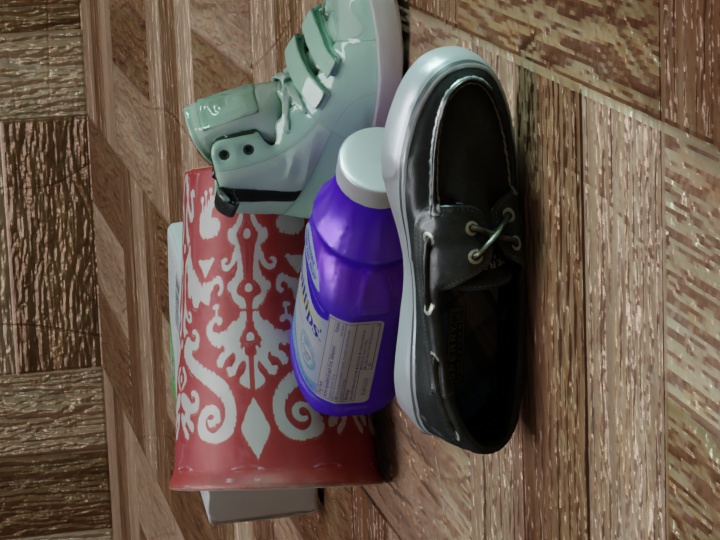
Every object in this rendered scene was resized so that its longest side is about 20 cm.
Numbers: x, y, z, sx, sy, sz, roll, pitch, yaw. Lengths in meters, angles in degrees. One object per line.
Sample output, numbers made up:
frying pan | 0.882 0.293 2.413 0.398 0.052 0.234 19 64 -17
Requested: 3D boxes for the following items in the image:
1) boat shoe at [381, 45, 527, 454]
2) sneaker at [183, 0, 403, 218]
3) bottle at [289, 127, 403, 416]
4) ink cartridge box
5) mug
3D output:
boat shoe | 0.053 -0.007 1.232 0.057 0.069 0.200 33 131 52
sneaker | -0.041 -0.109 1.499 0.074 0.118 0.201 -106 17 -52
bottle | 0.000 0.000 1.471 0.200 0.065 0.084 101 162 -53
ink cartridge box | -0.087 0.071 1.889 0.200 0.084 0.146 -114 22 -58
mug | -0.061 0.037 1.642 0.178 0.133 0.200 166 102 -77
